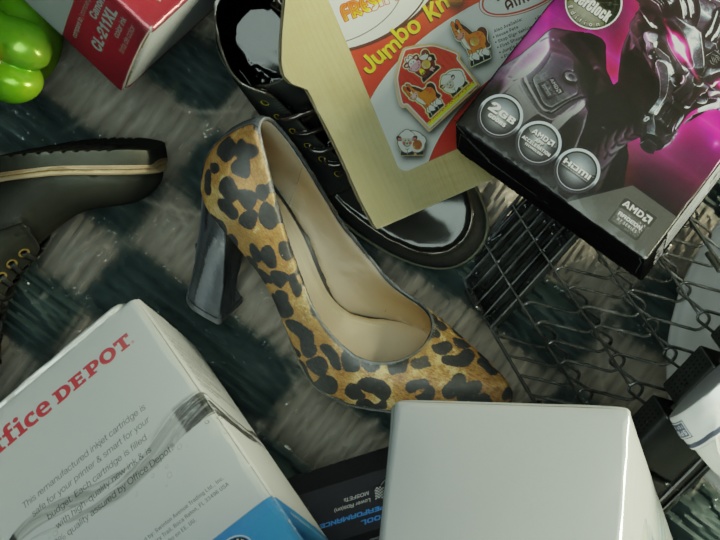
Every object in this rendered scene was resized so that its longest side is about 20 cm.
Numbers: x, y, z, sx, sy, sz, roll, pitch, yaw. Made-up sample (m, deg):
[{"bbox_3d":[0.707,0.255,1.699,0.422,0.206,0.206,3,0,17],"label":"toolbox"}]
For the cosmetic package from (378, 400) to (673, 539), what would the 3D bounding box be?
[{"bbox_3d":[0.081,0.192,1.343,0.123,0.200,0.199,0,66,15],"label":"cosmetic package"}]

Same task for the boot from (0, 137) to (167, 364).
[{"bbox_3d":[-0.196,0.002,1.546,0.200,0.077,0.138,-9,94,18],"label":"boot"}]

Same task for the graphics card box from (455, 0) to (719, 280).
[{"bbox_3d":[0.156,-0.110,1.427,0.125,0.051,0.200,37,81,10],"label":"graphics card box"}]

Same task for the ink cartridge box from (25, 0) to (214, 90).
[{"bbox_3d":[-0.148,-0.224,1.501,0.200,0.083,0.146,43,65,3],"label":"ink cartridge box"}]

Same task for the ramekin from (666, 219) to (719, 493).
[{"bbox_3d":[0.269,0.043,1.448,0.202,0.094,0.202,-19,62,39],"label":"ramekin"}]

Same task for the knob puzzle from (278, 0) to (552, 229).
[{"bbox_3d":[0.045,-0.147,1.467,0.220,0.030,0.220,-1,95,-11],"label":"knob puzzle"}]

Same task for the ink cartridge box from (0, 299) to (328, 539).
[{"bbox_3d":[-0.114,0.139,1.487,0.145,0.084,0.200,-40,58,5],"label":"ink cartridge box"}]

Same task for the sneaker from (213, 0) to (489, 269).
[{"bbox_3d":[-0.012,-0.076,1.505,0.200,0.106,0.075,44,94,3],"label":"sneaker"}]

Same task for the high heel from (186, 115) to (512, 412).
[{"bbox_3d":[0.000,0.000,1.491,0.200,0.071,0.143,22,133,9],"label":"high heel"}]

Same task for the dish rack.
[{"bbox_3d":[0.141,0.020,1.477,0.153,0.055,0.200,-48,45,19],"label":"dish rack"}]

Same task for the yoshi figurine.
[{"bbox_3d":[-0.250,-0.147,1.547,0.200,0.112,0.112,26,52,18],"label":"yoshi figurine"}]

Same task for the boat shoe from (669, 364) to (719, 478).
[{"bbox_3d":[0.248,0.033,1.358,0.200,0.074,0.065,-40,91,8],"label":"boat shoe"}]

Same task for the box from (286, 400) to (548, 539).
[{"bbox_3d":[0.037,0.192,1.493,0.200,0.050,0.199,-17,61,5],"label":"box"}]
